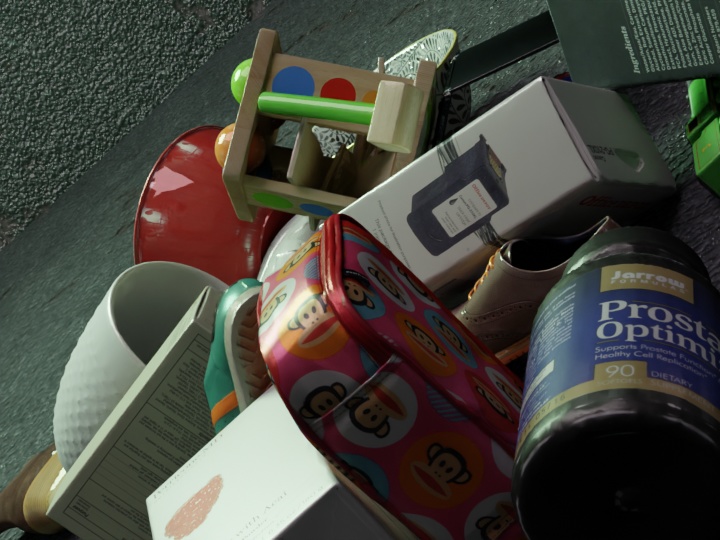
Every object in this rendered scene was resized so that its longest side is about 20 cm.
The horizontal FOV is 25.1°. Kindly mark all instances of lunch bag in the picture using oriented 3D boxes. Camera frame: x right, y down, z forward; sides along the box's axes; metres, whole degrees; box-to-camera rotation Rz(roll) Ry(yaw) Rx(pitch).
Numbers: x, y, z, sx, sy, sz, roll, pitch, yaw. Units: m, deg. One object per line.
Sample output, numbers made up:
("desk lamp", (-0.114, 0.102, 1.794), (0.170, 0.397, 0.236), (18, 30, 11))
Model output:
("lunch bag", (0.030, 0.066, 0.900), (0.082, 0.200, 0.176), (-42, 17, 12))

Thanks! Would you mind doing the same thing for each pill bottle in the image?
("pill bottle", (0.138, 0.061, 0.822), (0.112, 0.112, 0.200), (-33, 19, 25))

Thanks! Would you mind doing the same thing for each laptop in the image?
("laptop", (0.116, -0.129, 1.354), (0.177, 0.103, 0.201), (-70, -10, -72))

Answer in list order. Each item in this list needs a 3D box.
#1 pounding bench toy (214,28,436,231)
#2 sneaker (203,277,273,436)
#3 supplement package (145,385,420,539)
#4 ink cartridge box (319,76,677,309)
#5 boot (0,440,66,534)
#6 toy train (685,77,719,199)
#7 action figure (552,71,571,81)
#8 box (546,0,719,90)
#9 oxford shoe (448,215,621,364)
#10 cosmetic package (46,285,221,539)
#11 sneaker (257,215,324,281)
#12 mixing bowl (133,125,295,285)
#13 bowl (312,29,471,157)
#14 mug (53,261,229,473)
("pounding bench toy", (-0.030, -0.109, 1.230), (0.200, 0.156, 0.125), (83, -159, -76))
("sneaker", (-0.062, 0.103, 1.062), (0.071, 0.201, 0.080), (-5, 11, -19))
("supplement package", (-0.037, 0.166, 0.930), (0.121, 0.120, 0.200), (-42, 16, 0))
("ink cartridge box", (0.097, -0.044, 1.117), (0.200, 0.085, 0.145), (-33, -16, 28))
("boot", (-0.270, 0.164, 1.531), (0.166, 0.072, 0.200), (-17, 33, 50))
("toy train", (0.253, -0.109, 1.123), (0.056, 0.042, 0.200), (-46, 13, 25))
("action figure", (0.151, -0.123, 1.373), (0.200, 0.052, 0.065), (-50, 14, -33))
("box", (0.261, -0.215, 1.110), (0.196, 0.118, 0.200), (-29, 16, -31))
("oxford shoe", (0.099, 0.015, 1.056), (0.200, 0.073, 0.071), (-21, 21, 33))
("cosmetic package", (-0.132, 0.123, 1.198), (0.200, 0.103, 0.073), (-50, 10, 20))
("sneaker", (-0.047, 0.022, 1.415), (0.115, 0.074, 0.200), (-9, 45, 58))
("mixing bowl", (-0.109, -0.031, 1.520), (0.108, 0.200, 0.200), (10, 47, 33))
("bowl", (0.040, -0.131, 1.547), (0.201, 0.094, 0.201), (-37, 18, 14))
("mug", (-0.170, 0.090, 1.353), (0.175, 0.147, 0.200), (-54, 11, 34))
